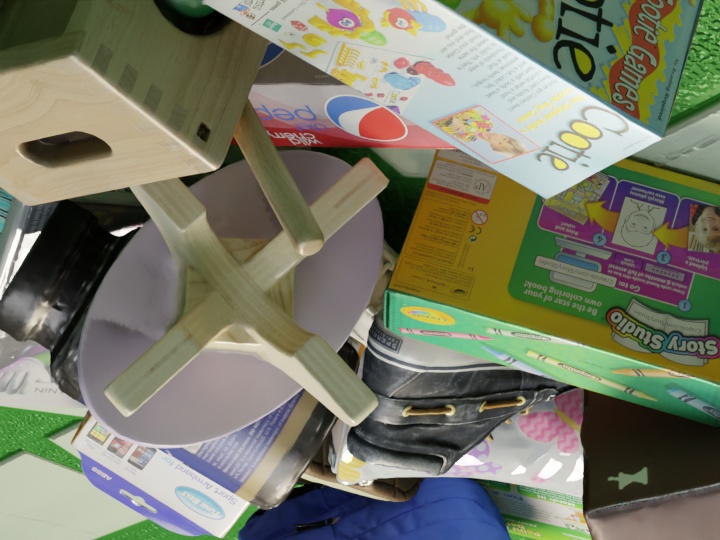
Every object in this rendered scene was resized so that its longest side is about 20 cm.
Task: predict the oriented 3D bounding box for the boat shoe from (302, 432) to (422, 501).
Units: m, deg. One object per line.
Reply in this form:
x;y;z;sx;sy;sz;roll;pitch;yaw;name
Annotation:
-0.038;0.111;1.615;0.076;0.072;0.200;6;159;37;boat shoe

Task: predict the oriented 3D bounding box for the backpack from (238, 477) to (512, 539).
0.018;0.224;1.722;0.199;0.168;0.163;-23;147;11;backpack

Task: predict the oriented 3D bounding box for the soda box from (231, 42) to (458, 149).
-0.012;-0.108;1.247;0.199;0.070;0.063;4;152;33;soda box

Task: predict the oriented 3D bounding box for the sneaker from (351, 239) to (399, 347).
0.000;0.000;1.443;0.087;0.075;0.200;33;175;36;sneaker

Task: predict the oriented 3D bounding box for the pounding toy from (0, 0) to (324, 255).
-0.104;-0.111;1.172;0.200;0.185;0.142;-7;145;45;pounding toy

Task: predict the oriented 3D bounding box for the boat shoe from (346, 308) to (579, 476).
0.076;0.071;1.452;0.200;0.091;0.071;1;-156;-38;boat shoe

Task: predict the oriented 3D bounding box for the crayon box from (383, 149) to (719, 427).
0.124;-0.001;1.311;0.199;0.119;0.058;16;156;8;crayon box

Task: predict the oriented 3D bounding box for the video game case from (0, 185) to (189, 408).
-0.147;0.020;1.495;0.181;0.023;0.200;3;137;-22;video game case

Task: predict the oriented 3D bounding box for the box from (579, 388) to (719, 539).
0.231;0.157;1.370;0.164;0.166;0.201;-13;117;13;box

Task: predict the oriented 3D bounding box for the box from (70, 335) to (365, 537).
-0.097;0.086;1.504;0.119;0.042;0.200;33;129;-8;box

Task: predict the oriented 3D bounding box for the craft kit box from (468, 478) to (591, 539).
0.086;0.132;1.718;0.199;0.049;0.198;13;152;16;craft kit box

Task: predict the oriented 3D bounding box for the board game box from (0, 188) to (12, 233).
-0.219;-0.054;1.572;0.135;0.028;0.200;25;156;-13;board game box

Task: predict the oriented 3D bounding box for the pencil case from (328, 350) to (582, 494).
0.077;0.099;1.543;0.199;0.091;0.083;3;179;-6;pencil case

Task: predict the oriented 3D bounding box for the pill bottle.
-0.109;0.045;1.384;0.200;0.112;0.112;31;155;-5;pill bottle

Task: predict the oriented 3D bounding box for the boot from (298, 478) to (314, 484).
-0.077;0.095;1.710;0.200;0.075;0.107;32;160;-24;boot

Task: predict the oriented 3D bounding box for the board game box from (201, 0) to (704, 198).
0.047;-0.135;1.106;0.200;0.103;0.105;29;154;-19;board game box

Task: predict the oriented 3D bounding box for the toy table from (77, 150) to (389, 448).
-0.065;0.010;1.281;0.184;0.200;0.117;37;169;-5;toy table
